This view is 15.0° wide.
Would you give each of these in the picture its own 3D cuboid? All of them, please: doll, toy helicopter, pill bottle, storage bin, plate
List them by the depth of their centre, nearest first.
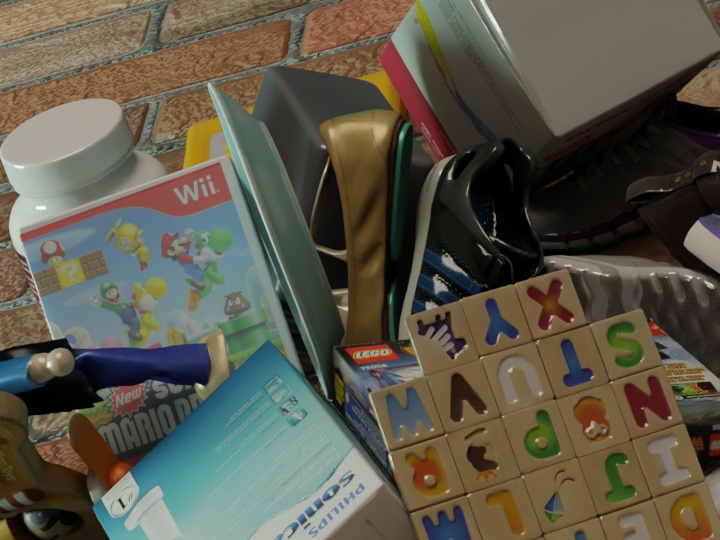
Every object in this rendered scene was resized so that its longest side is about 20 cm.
[{"bbox_3d":[-0.191,0.124,1.605,0.131,0.200,0.079,-4,61,6],"label":"toy helicopter"},{"bbox_3d":[-0.044,-0.021,1.610,0.025,0.201,0.200,-20,28,-3],"label":"plate"},{"bbox_3d":[-0.180,0.065,1.623,0.198,0.049,0.136,-6,-6,-12],"label":"doll"},{"bbox_3d":[-0.163,-0.005,1.788,0.112,0.201,0.113,-15,27,8],"label":"pill bottle"},{"bbox_3d":[-0.014,-0.042,1.795,0.144,0.135,0.200,9,21,-19],"label":"storage bin"}]

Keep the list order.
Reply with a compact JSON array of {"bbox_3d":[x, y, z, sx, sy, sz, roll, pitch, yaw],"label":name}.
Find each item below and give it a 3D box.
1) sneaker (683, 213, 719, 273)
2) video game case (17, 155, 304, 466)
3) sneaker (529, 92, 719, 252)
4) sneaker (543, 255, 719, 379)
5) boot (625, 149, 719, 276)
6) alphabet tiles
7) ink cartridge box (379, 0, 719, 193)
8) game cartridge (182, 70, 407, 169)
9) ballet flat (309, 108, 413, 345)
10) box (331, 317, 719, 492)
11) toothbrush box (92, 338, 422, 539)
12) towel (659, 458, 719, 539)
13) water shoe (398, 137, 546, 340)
[{"bbox_3d":[0.300,-0.035,1.567,0.199,0.147,0.080,26,5,27],"label":"sneaker"},{"bbox_3d":[-0.116,0.046,1.695,0.142,0.201,0.017,-19,-6,1],"label":"video game case"},{"bbox_3d":[0.186,-0.076,1.813,0.199,0.088,0.075,-13,28,11],"label":"sneaker"},{"bbox_3d":[0.191,0.021,1.652,0.199,0.075,0.082,19,24,37],"label":"sneaker"},{"bbox_3d":[0.282,-0.031,1.653,0.174,0.200,0.069,-41,20,34],"label":"boot"},{"bbox_3d":[0.100,0.105,1.448,0.165,0.201,0.006,-16,-11,-19],"label":"alphabet tiles"},{"bbox_3d":[0.126,-0.149,1.832,0.145,0.145,0.200,-29,-7,-18],"label":"ink cartridge box"},{"bbox_3d":[-0.051,-0.074,2.024,0.175,0.033,0.200,-15,27,9],"label":"game cartridge"},{"bbox_3d":[0.000,0.000,1.687,0.063,0.202,0.069,2,7,10],"label":"ballet flat"},{"bbox_3d":[0.097,0.074,1.531,0.198,0.040,0.137,-5,20,-16],"label":"box"},{"bbox_3d":[-0.049,0.150,1.519,0.146,0.085,0.200,-44,29,-1],"label":"toothbrush box"},{"bbox_3d":[0.123,0.129,1.544,0.199,0.035,0.192,-32,30,-21],"label":"towel"},{"bbox_3d":[0.070,0.013,1.646,0.079,0.071,0.201,-31,53,50],"label":"water shoe"}]
